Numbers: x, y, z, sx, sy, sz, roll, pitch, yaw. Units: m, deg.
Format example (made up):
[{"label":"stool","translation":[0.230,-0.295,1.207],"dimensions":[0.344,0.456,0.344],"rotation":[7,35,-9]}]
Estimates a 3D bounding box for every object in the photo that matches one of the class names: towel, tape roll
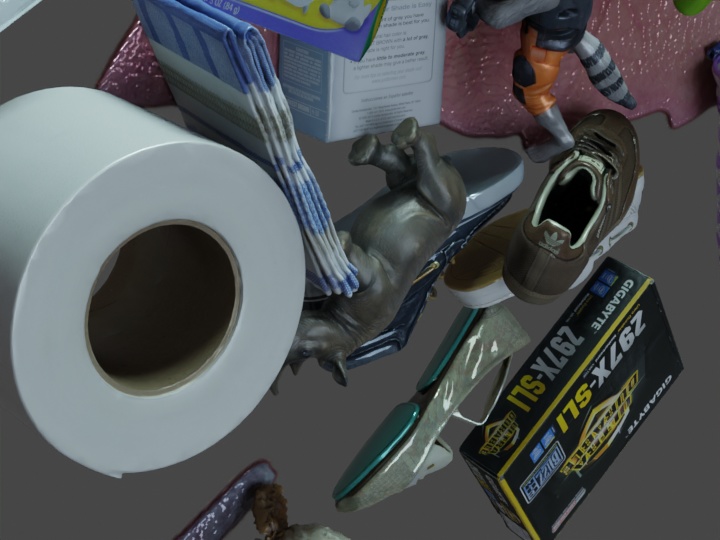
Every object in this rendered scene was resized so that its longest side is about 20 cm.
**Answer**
[{"label":"towel","translation":[-0.072,-0.083,1.098],"dimensions":[0.024,0.147,0.201],"rotation":[-35,126,-18]},{"label":"tape roll","translation":[-0.152,0.002,1.072],"dimensions":[0.202,0.139,0.204],"rotation":[-17,118,-34]}]

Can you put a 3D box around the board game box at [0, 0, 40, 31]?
[{"label":"board game box","translation":[-0.270,-0.195,0.969],"dimensions":[0.200,0.026,0.201],"rotation":[-42,130,-20]}]

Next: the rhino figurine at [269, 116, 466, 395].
[{"label":"rhino figurine","translation":[0.000,0.000,1.181],"dimensions":[0.087,0.060,0.201],"rotation":[35,88,-37]}]

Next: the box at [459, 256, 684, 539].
[{"label":"box","translation":[0.172,0.109,1.423],"dimensions":[0.200,0.049,0.160],"rotation":[-50,146,-13]}]

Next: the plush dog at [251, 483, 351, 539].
[{"label":"plush dog","translation":[-0.027,0.257,1.306],"dimensions":[0.199,0.161,0.172],"rotation":[-26,143,3]}]

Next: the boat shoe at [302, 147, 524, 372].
[{"label":"boat shoe","translation":[0.037,-0.010,1.278],"dimensions":[0.200,0.071,0.091],"rotation":[-30,125,-19]}]

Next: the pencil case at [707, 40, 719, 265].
[{"label":"pencil case","translation":[0.331,-0.088,1.476],"dimensions":[0.085,0.083,0.201],"rotation":[-42,132,-45]}]

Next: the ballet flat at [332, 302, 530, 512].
[{"label":"ballet flat","translation":[0.059,0.110,1.334],"dimensions":[0.062,0.067,0.200],"rotation":[39,80,-10]}]

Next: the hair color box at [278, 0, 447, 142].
[{"label":"hair color box","translation":[0.003,-0.193,1.176],"dimensions":[0.099,0.061,0.201],"rotation":[-13,116,-36]}]

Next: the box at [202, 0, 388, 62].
[{"label":"box","translation":[-0.018,-0.240,1.080],"dimensions":[0.117,0.048,0.201],"rotation":[19,110,1]}]

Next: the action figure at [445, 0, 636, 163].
[{"label":"action figure","translation":[0.145,-0.202,1.245],"dimensions":[0.201,0.104,0.194],"rotation":[-60,153,-27]}]

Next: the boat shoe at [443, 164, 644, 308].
[{"label":"boat shoe","translation":[0.148,-0.014,1.363],"dimensions":[0.199,0.071,0.070],"rotation":[-31,125,-29]}]

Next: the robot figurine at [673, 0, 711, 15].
[{"label":"robot figurine","translation":[0.244,-0.276,1.302],"dimensions":[0.200,0.115,0.177],"rotation":[38,50,-46]}]

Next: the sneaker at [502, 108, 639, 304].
[{"label":"sneaker","translation":[0.167,-0.060,1.297],"dimensions":[0.200,0.070,0.076],"rotation":[-61,177,-39]}]
